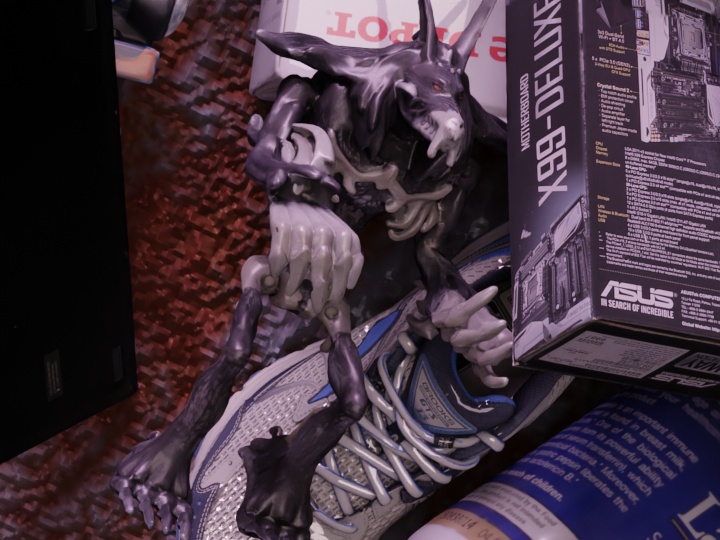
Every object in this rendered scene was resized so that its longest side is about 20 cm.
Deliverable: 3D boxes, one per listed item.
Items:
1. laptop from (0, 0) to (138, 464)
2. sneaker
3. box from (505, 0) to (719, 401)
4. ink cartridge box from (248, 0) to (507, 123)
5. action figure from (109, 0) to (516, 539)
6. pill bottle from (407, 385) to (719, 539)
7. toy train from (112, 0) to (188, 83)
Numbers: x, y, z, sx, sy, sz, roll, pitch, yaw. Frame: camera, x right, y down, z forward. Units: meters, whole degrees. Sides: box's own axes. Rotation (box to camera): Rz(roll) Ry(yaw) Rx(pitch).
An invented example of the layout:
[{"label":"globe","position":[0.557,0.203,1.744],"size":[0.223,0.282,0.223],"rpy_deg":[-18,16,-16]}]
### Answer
[{"label":"laptop","position":[-0.191,-0.017,0.986],"size":[0.199,0.116,0.188],"rpy_deg":[-27,134,-31]},{"label":"sneaker","position":[0.015,0.046,1.033],"size":[0.200,0.085,0.077],"rpy_deg":[-41,95,-7]},{"label":"box","position":[0.145,-0.034,0.974],"size":[0.199,0.050,0.159],"rpy_deg":[10,66,-26]},{"label":"ink cartridge box","position":[0.045,-0.149,1.041],"size":[0.144,0.083,0.201],"rpy_deg":[9,88,-10]},{"label":"action figure","position":[0.000,0.000,0.953],"size":[0.118,0.102,0.201],"rpy_deg":[20,101,-32]},{"label":"pill bottle","position":[0.121,0.091,1.028],"size":[0.200,0.116,0.116],"rpy_deg":[-33,94,-18]},{"label":"toy train","position":[-0.162,-0.092,1.010],"size":[0.199,0.087,0.115],"rpy_deg":[14,96,-11]}]
